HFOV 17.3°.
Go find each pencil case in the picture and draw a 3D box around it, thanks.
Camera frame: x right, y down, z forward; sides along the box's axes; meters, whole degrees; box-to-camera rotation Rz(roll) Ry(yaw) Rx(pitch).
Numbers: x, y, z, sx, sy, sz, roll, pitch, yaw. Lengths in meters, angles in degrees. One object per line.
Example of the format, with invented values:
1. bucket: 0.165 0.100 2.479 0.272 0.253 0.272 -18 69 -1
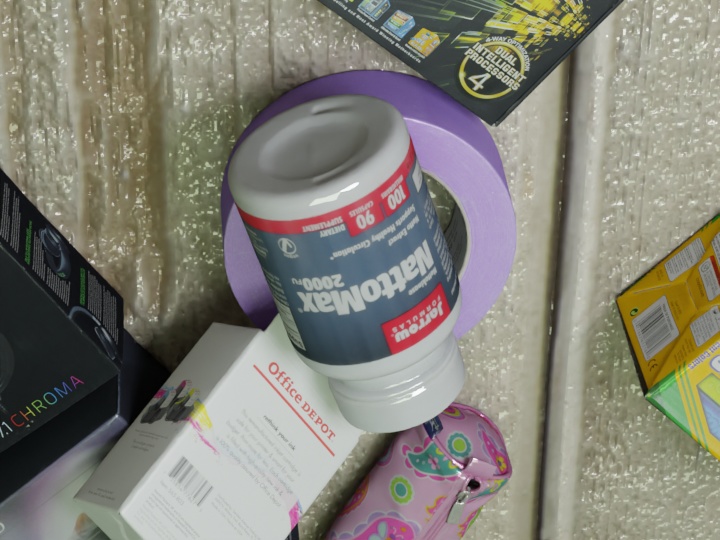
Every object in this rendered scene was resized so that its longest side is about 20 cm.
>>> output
1. pencil case: 0.032 0.188 1.741 0.087 0.088 0.201 26 118 -20

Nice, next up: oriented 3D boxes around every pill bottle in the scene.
1. pill bottle: 0.000 0.000 1.519 0.119 0.120 0.201 -17 123 6

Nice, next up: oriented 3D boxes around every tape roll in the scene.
1. tape roll: 0.004 -0.033 1.607 0.198 0.066 0.202 -3 122 -4

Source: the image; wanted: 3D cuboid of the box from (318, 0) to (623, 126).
1. box: 0.068 -0.204 1.503 0.199 0.049 0.161 34 111 -31

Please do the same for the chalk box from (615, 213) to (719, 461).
1. chalk box: 0.297 0.073 1.669 0.124 0.125 0.200 -41 119 20

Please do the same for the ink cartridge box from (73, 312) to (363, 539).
1. ink cartridge box: -0.083 0.118 1.589 0.200 0.068 0.115 -51 120 -21

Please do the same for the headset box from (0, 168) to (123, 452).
1. headset box: -0.287 0.022 1.596 0.173 0.093 0.200 -32 119 14

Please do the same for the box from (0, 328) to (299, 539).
1. box: -0.181 0.183 1.694 0.200 0.124 0.198 -38 118 17
